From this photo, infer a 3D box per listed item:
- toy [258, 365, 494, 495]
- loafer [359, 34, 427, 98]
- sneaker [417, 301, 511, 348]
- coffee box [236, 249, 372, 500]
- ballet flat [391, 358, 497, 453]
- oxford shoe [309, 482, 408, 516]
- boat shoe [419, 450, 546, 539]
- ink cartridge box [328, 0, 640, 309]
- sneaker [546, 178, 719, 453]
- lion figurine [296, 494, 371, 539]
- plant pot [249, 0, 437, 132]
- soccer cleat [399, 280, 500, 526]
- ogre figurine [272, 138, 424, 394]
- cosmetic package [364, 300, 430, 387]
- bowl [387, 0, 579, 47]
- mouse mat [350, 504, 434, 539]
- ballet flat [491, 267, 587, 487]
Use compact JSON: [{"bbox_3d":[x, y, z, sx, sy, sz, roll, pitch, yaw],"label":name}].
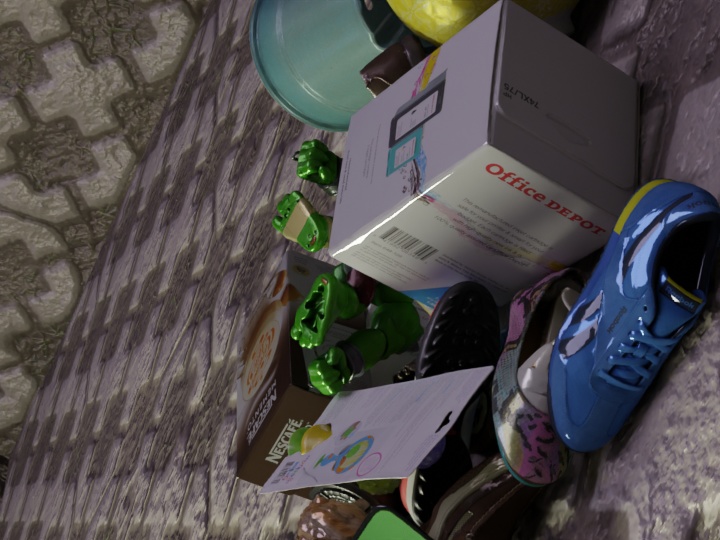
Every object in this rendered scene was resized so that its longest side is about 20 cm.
[{"bbox_3d":[0.018,0.133,1.297,0.200,0.047,0.115,-11,32,52],"label":"toy"},{"bbox_3d":[0.043,-0.117,1.563,0.073,0.071,0.200,-107,1,-61],"label":"loafer"},{"bbox_3d":[0.074,0.013,1.487,0.077,0.081,0.200,-63,27,22],"label":"sneaker"},{"bbox_3d":[-0.052,0.090,1.519,0.114,0.080,0.200,-60,19,29],"label":"coffee box"},{"bbox_3d":[0.072,0.108,1.452,0.068,0.046,0.200,-70,19,1],"label":"ballet flat"},{"bbox_3d":[0.008,0.173,1.440,0.200,0.073,0.085,50,-118,-76],"label":"oxford shoe"},{"bbox_3d":[0.090,0.204,1.288,0.075,0.075,0.202,60,137,23],"label":"boat shoe"},{"bbox_3d":[0.098,-0.079,1.343,0.200,0.147,0.146,-33,38,45],"label":"ink cartridge box"},{"bbox_3d":[0.183,0.036,1.147,0.200,0.066,0.078,-68,20,11],"label":"sneaker"},{"bbox_3d":[-0.001,0.272,1.298,0.072,0.122,0.200,-27,-50,-58],"label":"lion figurine"},{"bbox_3d":[0.013,-0.268,1.842,0.196,0.200,0.201,-18,54,60],"label":"plant pot"},{"bbox_3d":[0.062,0.102,1.362,0.073,0.068,0.200,-147,62,-66],"label":"soccer cleat"},{"bbox_3d":[0.000,0.000,1.430,0.098,0.120,0.200,-39,59,40],"label":"ogre figurine"},{"bbox_3d":[0.014,0.093,1.594,0.108,0.085,0.200,166,121,-71],"label":"cosmetic package"},{"bbox_3d":[0.130,-0.240,1.507,0.108,0.200,0.200,65,159,-1],"label":"bowl"},{"bbox_3d":[0.034,0.276,1.238,0.008,0.161,0.200,-37,-19,-55],"label":"mouse mat"},{"bbox_3d":[0.138,0.065,1.244,0.071,0.069,0.200,-54,13,37],"label":"ballet flat"}]
